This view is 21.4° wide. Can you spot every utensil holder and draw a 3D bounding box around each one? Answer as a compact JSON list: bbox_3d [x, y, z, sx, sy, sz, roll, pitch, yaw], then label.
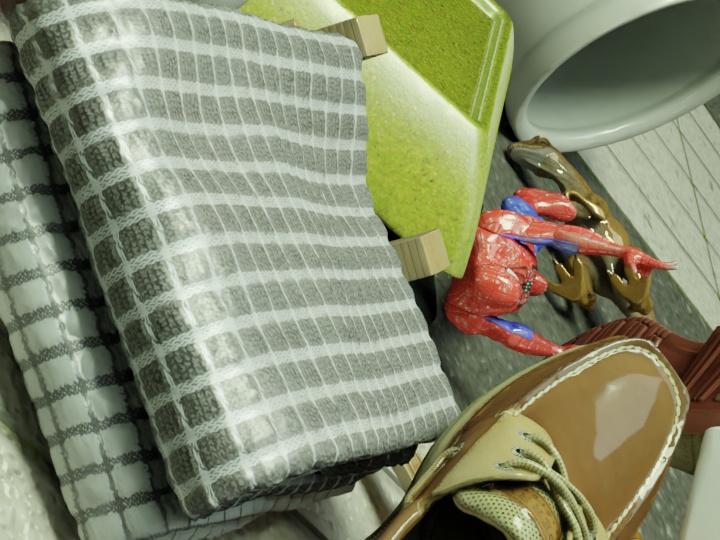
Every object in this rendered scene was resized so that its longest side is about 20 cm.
[{"bbox_3d":[0.136,-0.201,1.166,0.170,0.169,0.201,22,43,-59],"label":"utensil holder"}]

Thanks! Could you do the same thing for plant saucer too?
[{"bbox_3d":[-0.004,-0.116,0.833,0.200,0.048,0.200,41,26,-12],"label":"plant saucer"}]

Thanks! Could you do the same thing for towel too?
[{"bbox_3d":[-0.042,-0.003,0.634,0.167,0.085,0.200,67,21,8],"label":"towel"}]

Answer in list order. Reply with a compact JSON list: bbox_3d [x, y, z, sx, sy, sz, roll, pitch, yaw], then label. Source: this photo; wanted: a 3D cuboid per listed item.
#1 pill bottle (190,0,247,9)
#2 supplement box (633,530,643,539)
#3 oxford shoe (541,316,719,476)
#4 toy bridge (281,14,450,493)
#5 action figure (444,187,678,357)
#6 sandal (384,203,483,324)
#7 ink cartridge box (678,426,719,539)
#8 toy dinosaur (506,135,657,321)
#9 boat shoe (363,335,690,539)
[{"bbox_3d":[-0.110,-0.176,0.640,0.200,0.112,0.113,46,27,-37],"label":"pill bottle"},{"bbox_3d":[0.065,0.146,0.734,0.200,0.066,0.069,11,53,-64],"label":"supplement box"},{"bbox_3d":[0.142,0.070,0.873,0.075,0.070,0.200,51,-21,-19],"label":"oxford shoe"},{"bbox_3d":[0.000,0.000,0.743,0.027,0.067,0.202,-24,98,-68],"label":"toy bridge"},{"bbox_3d":[0.095,0.005,0.889,0.098,0.066,0.200,21,10,10],"label":"action figure"},{"bbox_3d":[0.028,-0.048,0.896,0.075,0.048,0.201,52,24,-25],"label":"sandal"},{"bbox_3d":[0.193,0.185,0.739,0.146,0.146,0.202,41,62,-60],"label":"ink cartridge box"},{"bbox_3d":[0.152,0.006,1.106,0.201,0.060,0.106,62,20,-3],"label":"toy dinosaur"},{"bbox_3d":[0.042,0.090,0.602,0.076,0.074,0.200,49,60,-1],"label":"boat shoe"}]
